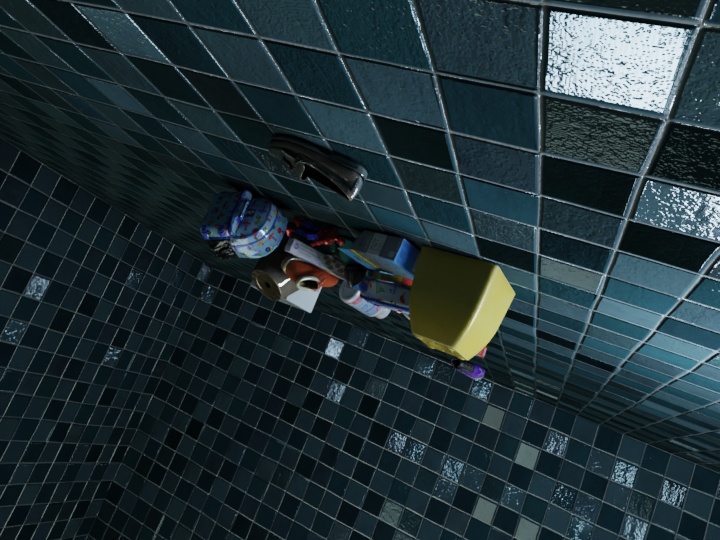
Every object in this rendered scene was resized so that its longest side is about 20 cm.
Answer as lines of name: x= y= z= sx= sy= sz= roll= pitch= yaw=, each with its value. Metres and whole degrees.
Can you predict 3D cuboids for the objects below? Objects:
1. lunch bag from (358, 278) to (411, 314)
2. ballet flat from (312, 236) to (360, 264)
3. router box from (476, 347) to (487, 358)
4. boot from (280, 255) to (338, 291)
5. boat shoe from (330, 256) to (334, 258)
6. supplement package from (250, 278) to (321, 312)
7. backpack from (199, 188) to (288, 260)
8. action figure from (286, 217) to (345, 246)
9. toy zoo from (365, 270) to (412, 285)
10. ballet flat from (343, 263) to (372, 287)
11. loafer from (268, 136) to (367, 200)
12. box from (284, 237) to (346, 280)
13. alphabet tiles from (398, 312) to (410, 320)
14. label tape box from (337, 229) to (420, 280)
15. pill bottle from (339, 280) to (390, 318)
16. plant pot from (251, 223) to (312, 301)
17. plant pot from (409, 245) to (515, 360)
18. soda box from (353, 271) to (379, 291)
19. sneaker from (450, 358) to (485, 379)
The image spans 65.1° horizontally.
lunch bag: x=0.074 y=0.067 z=1.532 sx=0.157 sy=0.077 sz=0.200 roll=13 pitch=178 yaw=-8
ballet flat: x=-0.047 y=-0.065 z=1.572 sx=0.198 sy=0.072 sz=0.065 roll=20 pitch=-163 yaw=35
router box: x=0.389 y=0.279 z=2.272 sx=0.198 sy=0.050 sz=0.179 roll=16 pitch=167 yaw=36
boot: x=-0.126 y=0.026 z=1.602 sx=0.198 sy=0.076 sz=0.107 roll=13 pitch=-153 yaw=-44
boat shoe: x=-0.144 y=-0.047 z=1.837 sx=0.068 sy=0.057 sz=0.200 roll=18 pitch=167 yaw=26
supplement package: x=-0.246 y=0.017 z=2.000 sx=0.198 sy=0.194 sz=0.147 roll=16 pitch=166 yaw=39
backpack: x=-0.302 y=-0.124 z=1.508 sx=0.197 sy=0.185 sz=0.135 roll=2 pitch=144 yaw=26
action figure: x=-0.116 y=-0.097 z=1.522 sx=0.198 sy=0.066 sz=0.052 roll=17 pitch=143 yaw=40
toy zoo: x=0.110 y=0.026 z=1.554 sx=0.196 sy=0.021 sz=0.131 roll=10 pitch=180 yaw=-7
ballet flat: x=0.000 y=0.000 z=1.598 sx=0.065 sy=0.058 sz=0.200 roll=7 pitch=-167 yaw=21
loafer: x=-0.087 y=-0.186 z=1.021 sx=0.197 sy=0.064 sz=0.072 roll=21 pitch=169 yaw=15
box: x=-0.117 y=-0.031 z=1.566 sx=0.198 sy=0.039 sz=0.041 roll=28 pitch=171 yaw=-31
alphabet tiles: x=0.122 y=0.107 z=1.922 sx=0.195 sy=0.015 sz=0.200 roll=41 pitch=-170 yaw=16
label tape box: x=0.061 y=-0.040 z=1.404 sx=0.198 sy=0.064 sz=0.144 roll=16 pitch=168 yaw=44
pill bottle: x=0.023 y=0.101 z=2.049 sx=0.108 sy=0.110 sz=0.199 roll=12 pitch=164 yaw=48
plant pot: x=-0.227 y=-0.007 z=1.691 sx=0.198 sy=0.174 sz=0.202 roll=26 pitch=142 yaw=22
plant pot: x=0.221 y=0.090 z=1.314 sx=0.193 sy=0.203 sz=0.194 roll=16 pitch=167 yaw=32
soda box: x=0.035 y=0.031 z=1.794 sx=0.064 sy=0.069 sz=0.199 roll=29 pitch=169 yaw=-22
sneaker: x=0.560 y=0.515 z=2.990 sx=0.198 sy=0.070 sz=0.099 roll=14 pitch=164 yaw=40
